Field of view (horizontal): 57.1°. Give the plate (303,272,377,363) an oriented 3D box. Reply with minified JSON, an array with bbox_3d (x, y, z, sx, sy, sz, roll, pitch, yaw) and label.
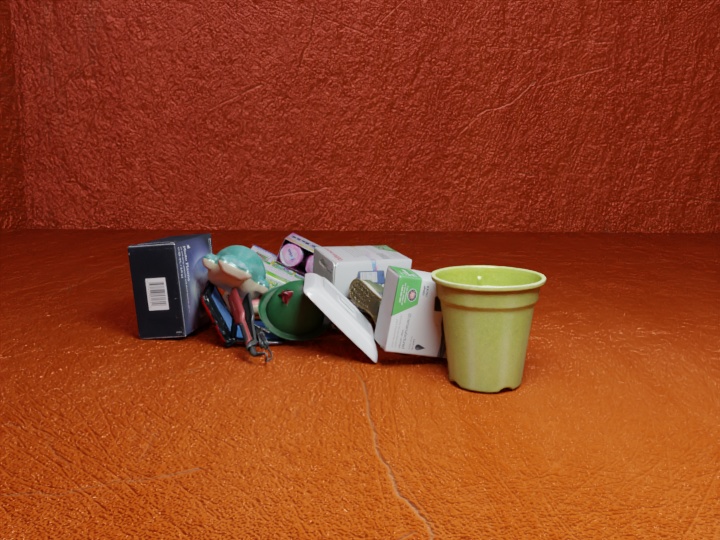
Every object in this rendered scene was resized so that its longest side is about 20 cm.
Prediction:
[{"bbox_3d":[-0.035,0.083,1.335,0.032,0.199,0.200,-44,9,5],"label":"plate"}]

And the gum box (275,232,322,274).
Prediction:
[{"bbox_3d":[-0.113,-0.020,1.729,0.195,0.068,0.114,25,11,-1],"label":"gum box"}]

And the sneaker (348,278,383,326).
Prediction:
[{"bbox_3d":[0.062,0.089,1.398,0.088,0.068,0.201,6,35,-49],"label":"sneaker"}]

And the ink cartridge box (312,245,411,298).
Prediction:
[{"bbox_3d":[0.000,0.000,1.531,0.194,0.091,0.145,0,16,-25],"label":"ink cartridge box"}]

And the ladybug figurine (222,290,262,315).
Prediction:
[{"bbox_3d":[-0.262,0.067,1.687,0.194,0.075,0.135,-5,10,-26],"label":"ladybug figurine"}]

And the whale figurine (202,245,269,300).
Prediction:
[{"bbox_3d":[-0.260,-0.008,1.418,0.155,0.106,0.200,25,-14,-4],"label":"whale figurine"}]

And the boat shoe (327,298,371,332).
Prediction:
[{"bbox_3d":[-0.059,0.107,1.494,0.194,0.066,0.071,-2,-27,21],"label":"boat shoe"}]

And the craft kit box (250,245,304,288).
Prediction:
[{"bbox_3d":[-0.203,0.015,1.662,0.195,0.050,0.198,25,10,-5],"label":"craft kit box"}]

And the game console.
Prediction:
[{"bbox_3d":[-0.258,0.088,1.457,0.116,0.176,0.200,-27,12,-4],"label":"game console"}]

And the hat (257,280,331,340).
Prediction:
[{"bbox_3d":[-0.127,0.030,1.377,0.161,0.180,0.201,-14,45,-26],"label":"hat"}]

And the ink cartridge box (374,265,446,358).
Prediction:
[{"bbox_3d":[0.138,0.084,1.266,0.194,0.152,0.083,8,10,-17],"label":"ink cartridge box"}]

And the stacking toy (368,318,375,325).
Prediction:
[{"bbox_3d":[0.052,0.099,1.521,0.196,0.089,0.084,0,7,41],"label":"stacking toy"}]

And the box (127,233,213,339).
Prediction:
[{"bbox_3d":[-0.417,0.028,1.505,0.119,0.207,0.198,-3,9,10],"label":"box"}]

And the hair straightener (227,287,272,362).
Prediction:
[{"bbox_3d":[-0.209,0.112,1.325,0.076,0.041,0.201,20,23,-37],"label":"hair straightener"}]

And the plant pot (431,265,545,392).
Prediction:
[{"bbox_3d":[0.219,0.101,1.149,0.193,0.191,0.201,-1,10,0],"label":"plant pot"}]
